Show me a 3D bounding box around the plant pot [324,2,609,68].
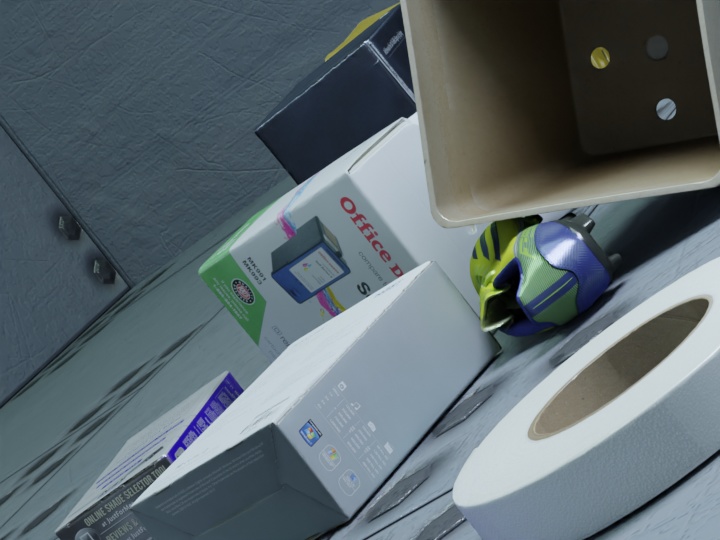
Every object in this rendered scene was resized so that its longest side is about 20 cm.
[{"bbox_3d":[0.117,-0.170,2.248,0.200,0.194,0.196,-30,8,16],"label":"plant pot"}]

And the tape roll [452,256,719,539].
[{"bbox_3d":[0.130,0.058,1.183,0.203,0.037,0.203,-37,7,5],"label":"tape roll"}]

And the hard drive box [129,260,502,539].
[{"bbox_3d":[-0.027,0.097,1.601,0.156,0.077,0.200,-32,9,44],"label":"hard drive box"}]

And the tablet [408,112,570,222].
[{"bbox_3d":[0.069,-0.058,1.922,0.200,0.130,0.014,-37,3,5],"label":"tablet"}]

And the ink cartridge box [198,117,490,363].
[{"bbox_3d":[0.000,0.000,1.828,0.200,0.145,0.088,-31,10,47],"label":"ink cartridge box"}]

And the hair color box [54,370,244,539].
[{"bbox_3d":[-0.144,0.155,1.909,0.109,0.065,0.200,-35,5,18],"label":"hair color box"}]

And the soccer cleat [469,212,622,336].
[{"bbox_3d":[0.097,0.007,1.611,0.084,0.065,0.200,-40,7,-13],"label":"soccer cleat"}]

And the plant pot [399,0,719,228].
[{"bbox_3d":[0.159,-0.142,1.630,0.200,0.200,0.177,-9,-1,29],"label":"plant pot"}]

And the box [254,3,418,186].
[{"bbox_3d":[0.036,-0.090,2.035,0.124,0.197,0.200,-36,6,15],"label":"box"}]
